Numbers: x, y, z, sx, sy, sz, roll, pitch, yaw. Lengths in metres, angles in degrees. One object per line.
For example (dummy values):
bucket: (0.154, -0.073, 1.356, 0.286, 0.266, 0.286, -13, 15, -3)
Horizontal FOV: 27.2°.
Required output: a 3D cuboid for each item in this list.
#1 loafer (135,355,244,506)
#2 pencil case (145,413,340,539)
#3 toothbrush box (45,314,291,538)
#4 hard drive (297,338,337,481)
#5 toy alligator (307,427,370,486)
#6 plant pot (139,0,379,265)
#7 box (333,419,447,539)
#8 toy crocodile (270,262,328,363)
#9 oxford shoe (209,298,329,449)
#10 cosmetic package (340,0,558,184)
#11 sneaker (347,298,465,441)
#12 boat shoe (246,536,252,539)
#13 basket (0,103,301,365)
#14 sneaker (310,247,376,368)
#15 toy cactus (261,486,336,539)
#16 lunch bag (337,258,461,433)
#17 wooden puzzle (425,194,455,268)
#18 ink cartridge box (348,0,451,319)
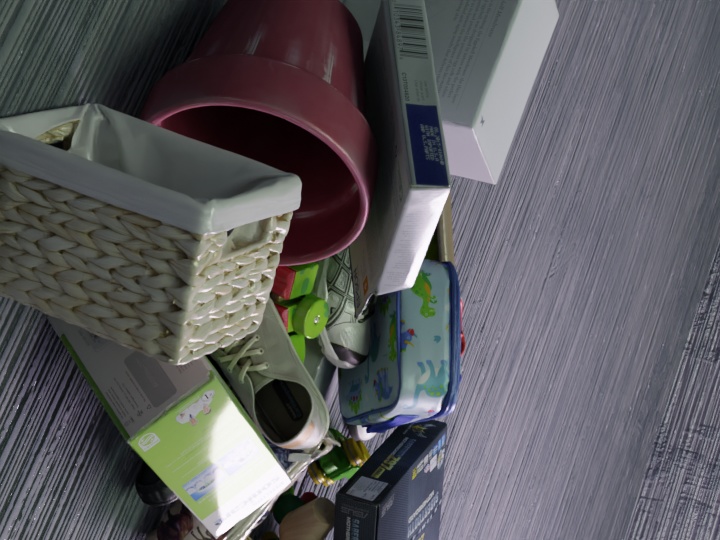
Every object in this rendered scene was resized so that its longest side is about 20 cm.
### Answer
loafer: (-0.146, 0.123, 1.345, 0.201, 0.068, 0.071, -57, 131, -33)
pencil case: (-0.109, 0.203, 1.360, 0.200, 0.089, 0.078, -50, 122, -3)
toothbrush box: (-0.150, 0.105, 1.196, 0.086, 0.146, 0.200, -37, 147, -5)
hard drive: (-0.056, 0.139, 1.517, 0.200, 0.026, 0.133, 81, 28, -76)
toy alligator: (-0.023, 0.208, 1.679, 0.055, 0.059, 0.200, 65, 7, 15)
plant pot: (-0.073, -0.134, 1.229, 0.201, 0.198, 0.180, 73, 24, -49)
box: (0.031, 0.261, 1.526, 0.200, 0.051, 0.159, -36, 135, -60)
toy crocodile: (-0.063, -0.002, 1.329, 0.062, 0.067, 0.202, -16, 121, -56)
oxford shoe: (-0.097, 0.070, 1.289, 0.075, 0.201, 0.058, -35, 177, 14)
cosmetic package: (0.066, -0.215, 1.456, 0.201, 0.198, 0.123, -68, 155, -17)
sneaker: (0.056, 0.111, 1.723, 0.067, 0.107, 0.203, 20, 85, -66)
boat shoe: (-0.132, 0.283, 1.451, 0.201, 0.064, 0.072, -60, 151, -32)
basket: (-0.163, -0.029, 1.064, 0.135, 0.199, 0.125, -23, 130, -60)
sneaker: (0.000, 0.000, 1.395, 0.076, 0.087, 0.202, -46, 135, -62)
toy cactus: (-0.072, 0.287, 1.497, 0.165, 0.102, 0.201, -45, -167, 40)
lunch bag: (0.037, 0.078, 1.497, 0.200, 0.082, 0.163, 146, -53, -68)
wooden puzzle: (0.061, -0.019, 1.600, 0.200, 0.037, 0.187, 168, -82, -76)
ink cartridge box: (0.026, -0.091, 1.254, 0.201, 0.040, 0.201, 112, -24, -55)
